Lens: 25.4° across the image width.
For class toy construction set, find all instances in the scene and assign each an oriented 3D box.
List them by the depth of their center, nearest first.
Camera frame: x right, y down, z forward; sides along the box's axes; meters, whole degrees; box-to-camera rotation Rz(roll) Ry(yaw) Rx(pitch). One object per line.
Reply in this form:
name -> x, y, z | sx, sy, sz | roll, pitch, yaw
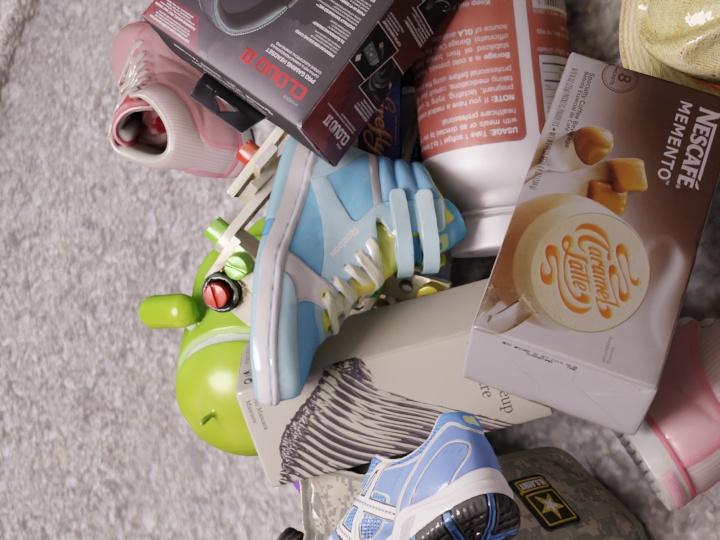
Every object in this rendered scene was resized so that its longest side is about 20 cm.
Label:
toy construction set -> -0.036, -0.005, 1.134 | 0.200, 0.092, 0.132 | 46, 115, 17

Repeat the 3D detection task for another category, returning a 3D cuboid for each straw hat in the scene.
straw hat -> 0.221, -0.159, 0.995 | 0.200, 0.085, 0.204 | 0, 90, 44

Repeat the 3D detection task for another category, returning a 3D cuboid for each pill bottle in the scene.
pill bottle -> 0.093, -0.114, 1.101 | 0.111, 0.111, 0.203 | -9, 84, 43

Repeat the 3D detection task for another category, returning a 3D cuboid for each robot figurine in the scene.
robot figurine -> -0.080, 0.055, 1.235 | 0.115, 0.175, 0.202 | -37, 33, 37

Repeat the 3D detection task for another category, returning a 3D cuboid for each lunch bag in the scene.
lunch bag -> 0.079, 0.181, 1.082 | 0.198, 0.163, 0.119 | 7, 99, 43

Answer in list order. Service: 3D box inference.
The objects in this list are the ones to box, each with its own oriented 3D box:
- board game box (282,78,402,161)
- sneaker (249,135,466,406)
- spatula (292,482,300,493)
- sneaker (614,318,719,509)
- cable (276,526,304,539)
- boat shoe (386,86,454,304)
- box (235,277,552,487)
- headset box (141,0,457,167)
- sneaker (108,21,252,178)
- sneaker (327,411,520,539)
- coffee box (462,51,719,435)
board game box -> -0.017, -0.138, 1.198 | 0.200, 0.034, 0.137 | -175, 85, -72
sneaker -> 0.000, 0.000, 1.031 | 0.080, 0.129, 0.202 | 90, -172, -59
spatula -> -0.086, 0.129, 1.338 | 0.199, 0.020, 0.057 | 31, 113, 40
sneaker -> 0.195, 0.058, 1.031 | 0.104, 0.076, 0.201 | -33, 40, 2
cable -> -0.039, 0.201, 1.190 | 0.050, 0.200, 0.098 | 23, 112, 18
boat shoe -> 0.040, -0.038, 1.171 | 0.067, 0.073, 0.203 | -7, 85, 62
box -> 0.023, 0.073, 1.061 | 0.198, 0.069, 0.083 | -16, 114, 9
headset box -> -0.033, -0.179, 1.041 | 0.148, 0.077, 0.201 | 36, 87, 25
sneaker -> -0.183, -0.153, 1.372 | 0.200, 0.104, 0.076 | 49, 123, 33
sneaker -> 0.024, 0.160, 0.982 | 0.200, 0.075, 0.078 | -41, 46, 37
coffee box -> 0.147, -0.018, 0.971 | 0.113, 0.080, 0.202 | 19, 65, 8
